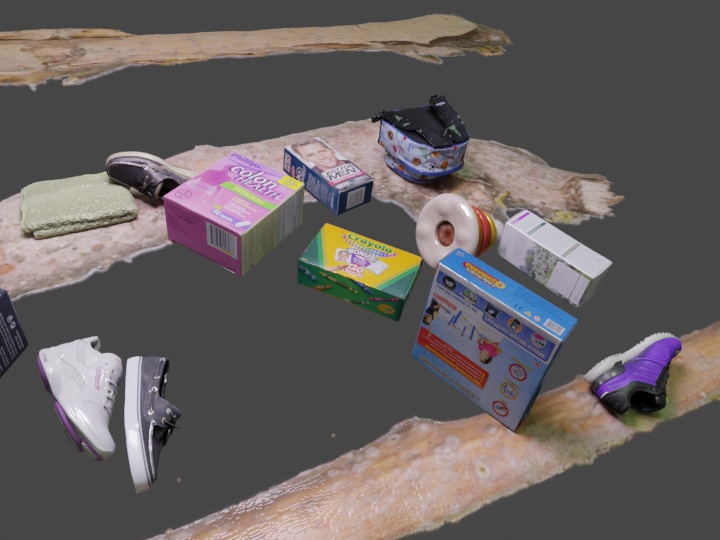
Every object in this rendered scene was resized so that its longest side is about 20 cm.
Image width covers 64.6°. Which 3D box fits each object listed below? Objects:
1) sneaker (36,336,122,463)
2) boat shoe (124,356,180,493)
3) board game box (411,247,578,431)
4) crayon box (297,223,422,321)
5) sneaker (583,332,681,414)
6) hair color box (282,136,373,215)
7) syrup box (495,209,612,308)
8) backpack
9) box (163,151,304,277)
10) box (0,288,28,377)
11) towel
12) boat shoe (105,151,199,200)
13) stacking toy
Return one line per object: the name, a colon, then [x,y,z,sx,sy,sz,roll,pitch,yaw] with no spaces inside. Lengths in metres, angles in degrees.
sneaker: [-0.353,0.158,0.750,0.098,0.076,0.200,-22,51,-30]
boat shoe: [-0.269,0.190,0.744,0.065,0.071,0.201,-7,37,-17]
board game box: [0.184,0.102,0.831,0.198,0.198,0.056,34,46,25]
crayon box: [0.000,0.000,1.012,0.196,0.059,0.119,20,42,11]
sneaker: [0.457,0.175,0.912,0.197,0.070,0.100,-18,55,-23]
hair color box: [-0.073,-0.208,1.229,0.099,0.061,0.199,-25,51,-34]
syrup box: [0.368,-0.026,1.101,0.081,0.080,0.199,-27,53,-35]
backpack: [0.148,-0.288,1.296,0.197,0.157,0.190,-23,42,-24]
box: [-0.229,-0.112,1.061,0.173,0.098,0.200,25,43,17]
box: [-0.586,0.108,0.729,0.192,0.119,0.202,13,42,3]
towel: [-0.527,-0.129,1.066,0.196,0.037,0.149,-13,47,-24]
boat shoe: [-0.389,-0.170,1.097,0.196,0.072,0.066,15,42,-24]
stacking toy: [0.216,-0.072,1.115,0.198,0.148,0.146,-4,39,-45]
